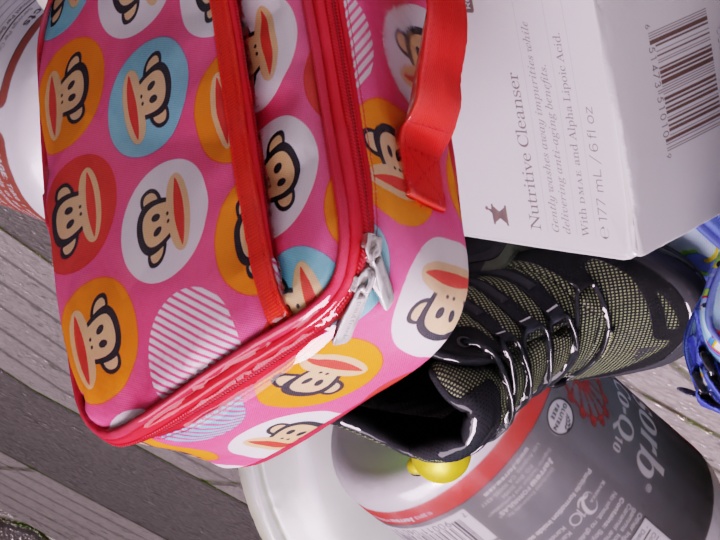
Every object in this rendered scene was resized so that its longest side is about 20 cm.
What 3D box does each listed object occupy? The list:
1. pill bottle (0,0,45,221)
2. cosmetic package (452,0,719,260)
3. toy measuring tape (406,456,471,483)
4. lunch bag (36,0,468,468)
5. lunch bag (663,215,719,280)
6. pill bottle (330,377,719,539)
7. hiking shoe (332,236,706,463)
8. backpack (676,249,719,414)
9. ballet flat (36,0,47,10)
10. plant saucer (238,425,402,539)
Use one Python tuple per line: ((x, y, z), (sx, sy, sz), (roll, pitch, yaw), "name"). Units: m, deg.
((-0.135, -0.079, 1.240), (0.199, 0.113, 0.112), (21, 165, 44), "pill bottle")
((0.045, -0.076, 1.027), (0.199, 0.081, 0.114), (6, 113, 46), "cosmetic package")
((0.000, 0.000, 1.145), (0.074, 0.073, 0.201), (75, 173, -70), "toy measuring tape")
((-0.031, -0.046, 0.951), (0.082, 0.201, 0.176), (16, 144, -42), "lunch bag")
((0.103, -0.035, 1.158), (0.199, 0.083, 0.161), (6, 152, 49), "lunch bag")
((0.091, 0.103, 1.225), (0.200, 0.116, 0.116), (40, 159, -30), "pill bottle")
((0.045, 0.037, 1.042), (0.198, 0.101, 0.076), (-3, 132, -13), "hiking shoe")
((0.201, 0.009, 0.985), (0.134, 0.183, 0.200), (32, 177, 9), "backpack")
((-0.099, -0.128, 1.072), (0.068, 0.068, 0.200), (30, 156, 24), "ballet flat")
((0.032, 0.071, 1.288), (0.200, 0.201, 0.050), (36, 153, -32), "plant saucer")
